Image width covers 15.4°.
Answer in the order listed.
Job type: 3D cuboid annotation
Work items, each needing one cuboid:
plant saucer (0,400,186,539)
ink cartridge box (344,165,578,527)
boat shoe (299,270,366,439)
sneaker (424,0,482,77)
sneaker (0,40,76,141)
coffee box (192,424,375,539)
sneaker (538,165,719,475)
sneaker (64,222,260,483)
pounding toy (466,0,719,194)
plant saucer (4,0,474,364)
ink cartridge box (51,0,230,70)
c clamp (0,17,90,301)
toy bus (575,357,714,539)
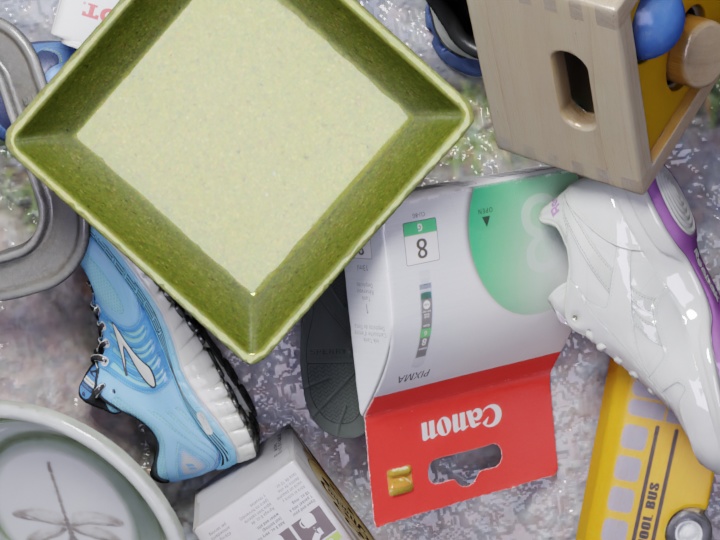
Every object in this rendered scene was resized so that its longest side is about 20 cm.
[{"bbox_3d":[-0.186,0.155,1.648,0.199,0.050,0.201,13,126,18],"label":"plant saucer"},{"bbox_3d":[0.069,0.045,1.631,0.161,0.050,0.201,-12,98,-38],"label":"ink cartridge box"},{"bbox_3d":[0.001,0.001,1.658,0.074,0.065,0.203,0,96,35],"label":"boat shoe"},{"bbox_3d":[0.065,-0.213,1.601,0.080,0.115,0.200,-14,98,-2],"label":"sneaker"},{"bbox_3d":[-0.143,-0.092,1.625,0.199,0.082,0.074,13,98,-1],"label":"sneaker"},{"bbox_3d":[-0.016,0.206,1.657,0.080,0.113,0.200,-35,98,2],"label":"coffee box"},{"bbox_3d":[0.174,0.033,1.615,0.099,0.075,0.201,-23,87,24],"label":"sneaker"},{"bbox_3d":[-0.143,0.046,1.648,0.090,0.078,0.200,-29,98,5],"label":"sneaker"},{"bbox_3d":[0.176,-0.152,1.566,0.142,0.200,0.184,19,58,27],"label":"pounding toy"},{"bbox_3d":[-0.070,-0.084,1.556,0.200,0.048,0.200,42,95,-3],"label":"plant saucer"},{"bbox_3d":[-0.091,-0.217,1.608,0.145,0.084,0.201,17,97,-5],"label":"ink cartridge box"},{"bbox_3d":[-0.248,-0.051,1.625,0.170,0.027,0.201,-10,95,25],"label":"c clamp"},{"bbox_3d":[0.187,0.117,1.679,0.078,0.065,0.201,10,98,-1],"label":"toy bus"}]
